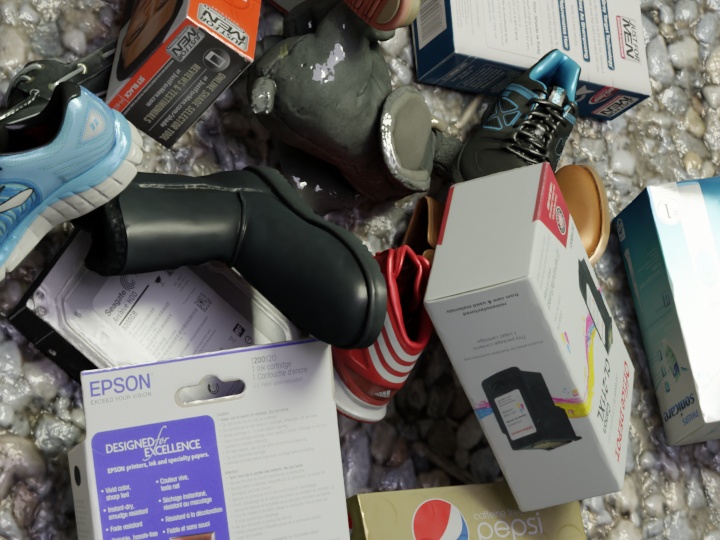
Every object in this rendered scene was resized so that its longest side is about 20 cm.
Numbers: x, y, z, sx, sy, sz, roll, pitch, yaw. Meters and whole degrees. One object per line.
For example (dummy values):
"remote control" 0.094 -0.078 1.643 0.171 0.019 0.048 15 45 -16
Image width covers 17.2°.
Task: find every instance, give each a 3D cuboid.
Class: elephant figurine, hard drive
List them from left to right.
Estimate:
"hard drive" -0.134 0.046 1.685 0.200 0.038 0.140 42 53 -11
"elephant figurine" 0.007 -0.102 1.793 0.155 0.141 0.201 -37 111 -10

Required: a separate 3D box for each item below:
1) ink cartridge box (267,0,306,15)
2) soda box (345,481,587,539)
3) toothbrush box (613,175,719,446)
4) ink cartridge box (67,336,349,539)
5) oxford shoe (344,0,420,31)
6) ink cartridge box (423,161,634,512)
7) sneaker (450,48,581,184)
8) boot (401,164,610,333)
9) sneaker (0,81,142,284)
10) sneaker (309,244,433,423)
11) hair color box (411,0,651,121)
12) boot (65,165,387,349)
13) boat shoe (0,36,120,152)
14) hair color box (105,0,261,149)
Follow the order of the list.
"ink cartridge box" -0.054 -0.324 1.862 0.144 0.084 0.201 35 56 -16
"soda box" 0.069 0.196 1.742 0.199 0.064 0.068 -1 71 -34
"toothbrush box" 0.304 0.029 1.933 0.145 0.085 0.202 -7 75 -16
"ink cartridge box" -0.100 0.154 1.621 0.197 0.043 0.202 -7 92 -32
"oxford shoe" 0.016 -0.248 1.749 0.073 0.071 0.201 12 43 -34
"ink cartridge box" 0.126 0.048 1.716 0.146 0.082 0.201 -76 146 -53
"sneaker" 0.123 -0.103 1.825 0.073 0.082 0.201 32 33 -10
"boot" 0.109 -0.024 1.854 0.154 0.074 0.201 27 57 -21
"sneaker" -0.245 -0.056 1.574 0.199 0.078 0.090 -38 128 0
"sneaker" 0.000 0.000 1.712 0.078 0.116 0.201 7 45 -44
"hair color box" 0.139 -0.192 1.951 0.199 0.060 0.101 9 65 -30
"boot" -0.097 -0.008 1.620 0.167 0.077 0.200 -4 35 -35
"boat shoe" -0.219 -0.112 1.682 0.071 0.072 0.200 54 41 7
"hair color box" -0.121 -0.190 1.707 0.061 0.101 0.201 33 32 -23
